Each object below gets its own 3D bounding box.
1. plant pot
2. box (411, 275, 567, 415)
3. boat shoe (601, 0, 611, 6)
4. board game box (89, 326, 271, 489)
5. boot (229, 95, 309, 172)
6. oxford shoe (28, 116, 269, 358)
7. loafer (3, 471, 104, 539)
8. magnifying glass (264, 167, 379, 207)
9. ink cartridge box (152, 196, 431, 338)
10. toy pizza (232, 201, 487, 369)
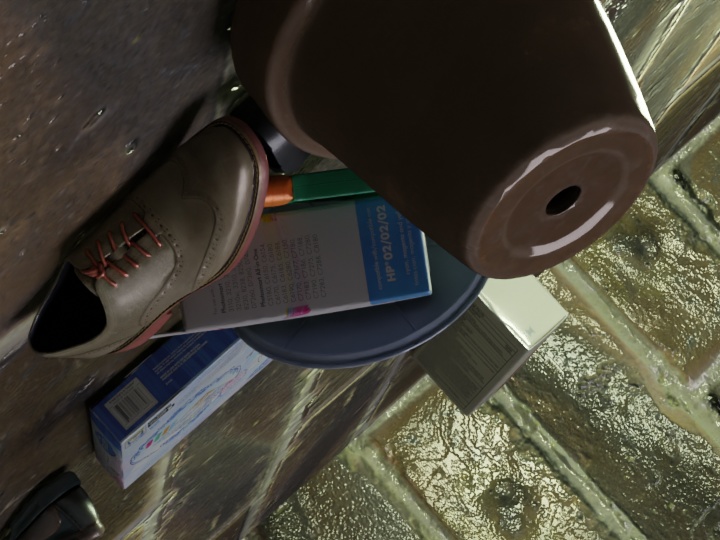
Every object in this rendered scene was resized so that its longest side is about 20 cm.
[{"bbox_3d":[0.057,-0.093,0.996,0.199,0.175,0.201,-25,150,-15],"label":"plant pot"},{"bbox_3d":[0.184,0.093,2.831,0.109,0.128,0.200,-36,169,-41],"label":"box"},{"bbox_3d":[0.143,-0.206,1.420,0.068,0.072,0.200,-52,178,29],"label":"boat shoe"},{"bbox_3d":[-0.133,0.083,1.610,0.200,0.043,0.199,-41,171,-16],"label":"board game box"},{"bbox_3d":[0.008,-0.144,1.120,0.199,0.066,0.165,-38,169,-5],"label":"boot"},{"bbox_3d":[-0.123,-0.009,1.133,0.075,0.071,0.200,-23,157,-52],"label":"oxford shoe"},{"bbox_3d":[-0.278,0.248,1.679,0.072,0.063,0.200,-34,167,-45],"label":"loafer"},{"bbox_3d":[-0.027,-0.051,1.215,0.198,0.023,0.079,-5,178,-25],"label":"magnifying glass"},{"bbox_3d":[-0.056,-0.001,1.270,0.198,0.069,0.115,-9,178,2],"label":"ink cartridge box"},{"bbox_3d":[0.000,0.000,1.378,0.200,0.200,0.032,-39,136,-22],"label":"toy pizza"}]
